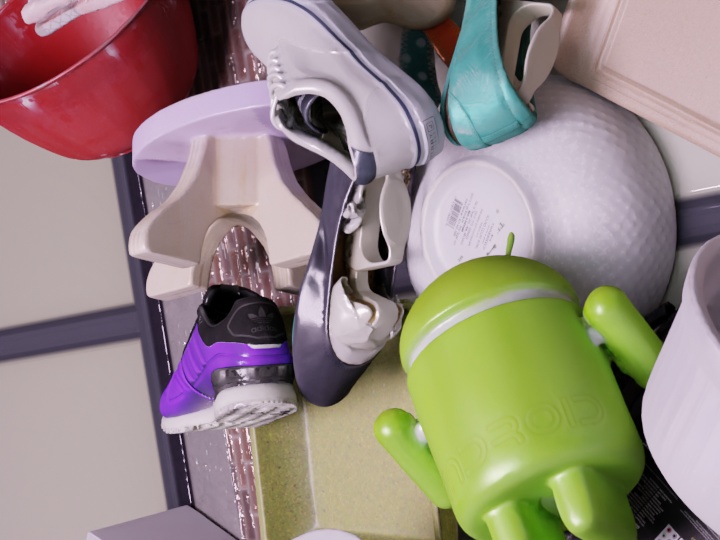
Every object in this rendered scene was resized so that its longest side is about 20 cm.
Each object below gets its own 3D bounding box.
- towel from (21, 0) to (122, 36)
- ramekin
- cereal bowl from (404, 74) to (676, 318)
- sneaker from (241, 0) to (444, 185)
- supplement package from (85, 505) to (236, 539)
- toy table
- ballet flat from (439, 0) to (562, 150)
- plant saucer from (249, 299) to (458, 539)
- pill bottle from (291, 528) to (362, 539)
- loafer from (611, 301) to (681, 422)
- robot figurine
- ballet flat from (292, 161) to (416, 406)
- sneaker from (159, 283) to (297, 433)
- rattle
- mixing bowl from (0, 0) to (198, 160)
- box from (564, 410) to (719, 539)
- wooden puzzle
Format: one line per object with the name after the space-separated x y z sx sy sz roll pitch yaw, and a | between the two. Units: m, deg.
-0.140 -0.260 1.240 0.190 0.201 0.032 -12 129 44 | towel
0.249 0.076 0.915 0.200 0.200 0.098 44 130 29 | ramekin
0.100 -0.026 1.107 0.199 0.083 0.201 8 102 41 | cereal bowl
-0.030 -0.122 1.086 0.200 0.071 0.073 40 144 43 | sneaker
-0.162 0.308 1.364 0.109 0.113 0.201 28 112 35 | supplement package
-0.085 -0.051 1.219 0.200 0.183 0.118 -22 65 53 | toy table
0.097 -0.166 1.077 0.070 0.067 0.201 -7 60 27 | ballet flat
-0.001 0.121 1.229 0.199 0.048 0.201 -4 92 49 | plant saucer
0.009 0.261 1.137 0.114 0.200 0.115 -16 45 17 | pill bottle
0.165 0.074 1.067 0.063 0.072 0.201 43 125 24 | loafer
0.092 0.078 0.996 0.175 0.116 0.201 -33 57 21 | robot figurine
0.000 0.000 1.123 0.073 0.073 0.201 18 103 39 | ballet flat
-0.095 0.061 1.226 0.200 0.069 0.100 155 111 -64 | sneaker
0.013 -0.209 1.190 0.200 0.143 0.130 38 89 -11 | rattle
-0.199 -0.158 1.312 0.199 0.201 0.109 -2 137 42 | mixing bowl
0.186 0.203 0.990 0.160 0.049 0.200 -53 52 16 | box
0.225 -0.165 1.012 0.200 0.037 0.186 31 115 30 | wooden puzzle
